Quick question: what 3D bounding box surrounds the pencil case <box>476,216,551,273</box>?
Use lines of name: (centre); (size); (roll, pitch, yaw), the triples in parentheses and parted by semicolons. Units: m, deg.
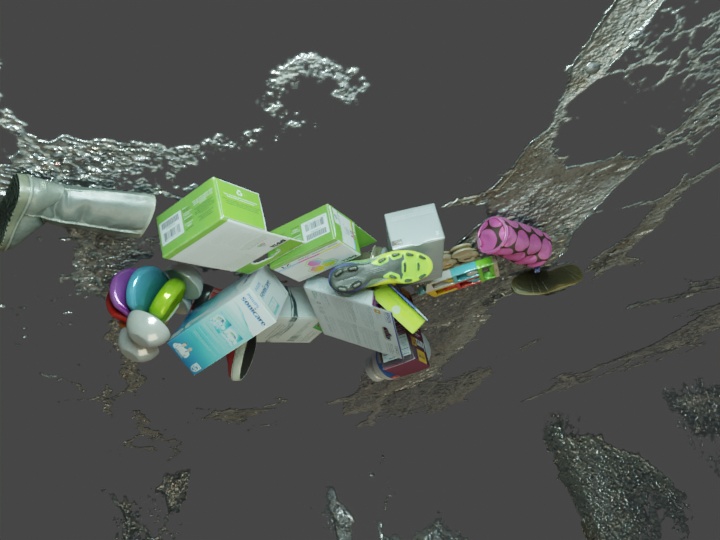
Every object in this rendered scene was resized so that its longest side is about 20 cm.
pencil case: (0.330, -0.056, 1.435); (0.093, 0.091, 0.199); (-24, 152, 39)

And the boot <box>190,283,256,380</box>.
boot: (-0.296, 0.129, 1.402); (0.144, 0.201, 0.072); (11, -162, 10)

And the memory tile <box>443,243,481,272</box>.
memory tile: (0.203, -0.010, 1.532); (0.153, 0.017, 0.200); (-21, 160, 15)

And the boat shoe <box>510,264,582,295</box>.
boat shoe: (0.482, 0.037, 1.733); (0.199, 0.074, 0.065); (-8, 151, -12)

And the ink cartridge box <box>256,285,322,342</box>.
ink cartridge box: (-0.177, 0.101, 1.519); (0.199, 0.083, 0.147); (5, 150, -35)

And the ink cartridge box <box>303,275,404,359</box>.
ink cartridge box: (-0.005, 0.097, 1.385); (0.199, 0.043, 0.197); (14, 149, 20)

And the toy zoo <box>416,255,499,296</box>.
toy zoo: (0.230, 0.020, 1.582); (0.199, 0.021, 0.131); (-18, 162, 10)

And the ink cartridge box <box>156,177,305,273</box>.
ink cartridge box: (-0.216, -0.066, 1.124); (0.147, 0.076, 0.200); (-28, 157, 29)

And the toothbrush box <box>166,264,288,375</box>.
toothbrush box: (-0.248, 0.088, 1.265); (0.200, 0.085, 0.147); (-34, -166, 13)

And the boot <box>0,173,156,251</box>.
boot: (-0.441, -0.078, 1.023); (0.199, 0.073, 0.182); (1, 155, -45)

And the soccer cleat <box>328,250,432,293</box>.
soccer cleat: (0.036, -0.001, 1.263); (0.199, 0.065, 0.084); (-11, -174, -4)

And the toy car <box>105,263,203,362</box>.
toy car: (-0.406, 0.061, 1.259); (0.150, 0.175, 0.200); (37, 144, -9)

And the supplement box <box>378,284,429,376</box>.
supplement box: (0.090, 0.143, 1.604); (0.085, 0.201, 0.110); (-22, 154, 18)

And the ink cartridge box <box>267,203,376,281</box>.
ink cartridge box: (-0.065, -0.035, 1.284); (0.147, 0.076, 0.200); (-23, 153, 22)

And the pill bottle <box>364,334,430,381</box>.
pill bottle: (0.106, 0.261, 1.986); (0.112, 0.113, 0.200); (8, 149, -39)

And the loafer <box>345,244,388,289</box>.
loafer: (0.000, 0.000, 1.379); (0.069, 0.075, 0.200); (24, 153, -8)

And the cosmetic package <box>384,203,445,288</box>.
cosmetic package: (0.110, -0.046, 1.345); (0.106, 0.091, 0.200); (-12, 153, -2)

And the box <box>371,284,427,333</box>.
box: (0.075, 0.067, 1.407); (0.048, 0.122, 0.200); (-48, -175, 2)
